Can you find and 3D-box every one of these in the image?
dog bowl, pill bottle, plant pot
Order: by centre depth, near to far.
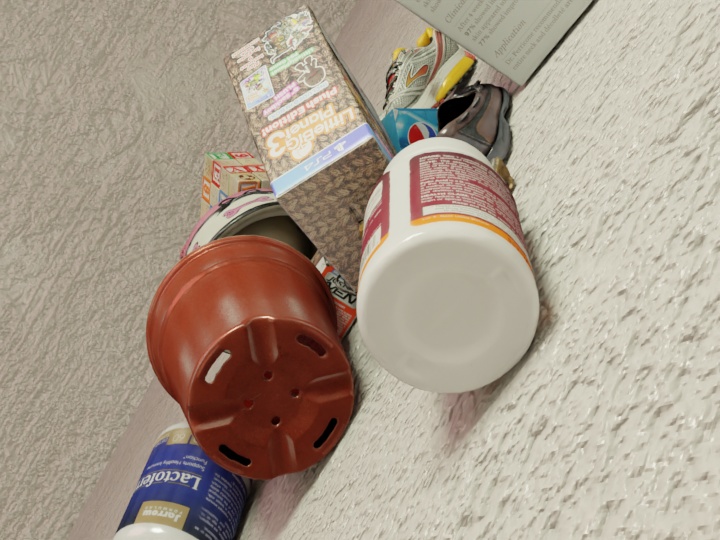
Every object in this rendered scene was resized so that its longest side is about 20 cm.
[{"bbox_3d":[0.057,-0.015,0.705,0.115,0.113,0.201,-54,12,23],"label":"pill bottle"},{"bbox_3d":[-0.098,0.087,0.962,0.202,0.200,0.195,-58,19,5],"label":"plant pot"},{"bbox_3d":[-0.185,0.263,1.041,0.116,0.115,0.201,-50,16,38],"label":"pill bottle"},{"bbox_3d":[-0.117,-0.005,1.183,0.201,0.199,0.074,-57,43,11],"label":"dog bowl"}]

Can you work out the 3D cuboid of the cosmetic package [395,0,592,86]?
[{"bbox_3d":[0.126,-0.321,0.956,0.168,0.199,0.167,-48,16,39],"label":"cosmetic package"}]

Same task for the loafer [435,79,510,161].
[{"bbox_3d":[0.100,-0.145,0.968,0.072,0.063,0.201,-54,13,23],"label":"loafer"}]

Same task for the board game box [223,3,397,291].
[{"bbox_3d":[-0.027,-0.113,0.946,0.096,0.160,0.201,-30,49,8],"label":"board game box"}]

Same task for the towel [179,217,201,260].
[{"bbox_3d":[-0.128,-0.036,1.371,0.145,0.199,0.023,-58,37,3],"label":"towel"}]

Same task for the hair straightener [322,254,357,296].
[{"bbox_3d":[0.000,0.000,1.031,0.201,0.076,0.041,-100,5,-63],"label":"hair straightener"}]

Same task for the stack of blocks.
[{"bbox_3d":[-0.153,-0.034,1.271,0.115,0.058,0.202,39,128,53],"label":"stack of blocks"}]

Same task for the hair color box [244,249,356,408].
[{"bbox_3d":[-0.064,0.071,1.136,0.201,0.064,0.111,-56,11,11],"label":"hair color box"}]

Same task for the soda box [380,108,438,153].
[{"bbox_3d":[0.030,-0.107,1.116,0.200,0.063,0.069,144,119,-64],"label":"soda box"}]

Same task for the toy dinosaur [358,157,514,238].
[{"bbox_3d":[0.044,-0.017,0.850,0.200,0.106,0.061,-47,20,24],"label":"toy dinosaur"}]

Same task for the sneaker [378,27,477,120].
[{"bbox_3d":[0.052,-0.208,1.195,0.200,0.082,0.078,-51,4,-34],"label":"sneaker"}]
